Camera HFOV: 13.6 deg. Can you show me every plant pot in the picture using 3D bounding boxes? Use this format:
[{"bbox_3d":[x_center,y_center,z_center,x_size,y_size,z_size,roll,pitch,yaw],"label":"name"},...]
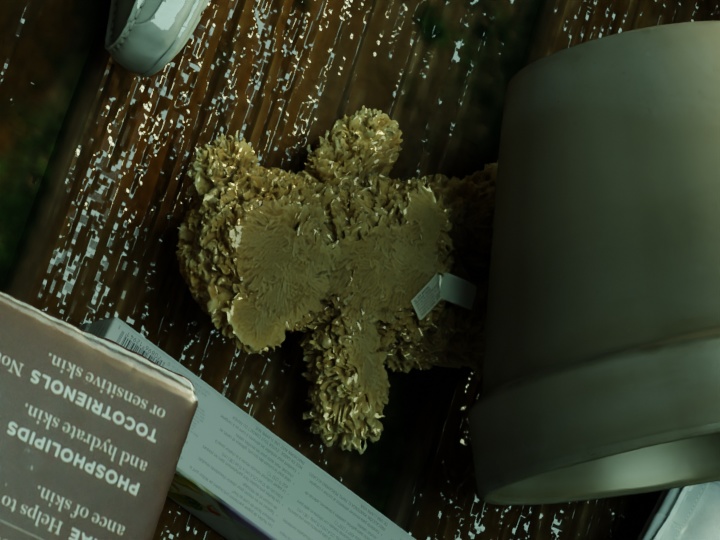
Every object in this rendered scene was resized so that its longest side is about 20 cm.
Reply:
[{"bbox_3d":[0.132,-0.004,1.261,0.199,0.200,0.175,-2,76,-32],"label":"plant pot"}]

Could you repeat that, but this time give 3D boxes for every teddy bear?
[{"bbox_3d":[0.000,0.000,1.292,0.199,0.067,0.146,-18,101,-39],"label":"teddy bear"}]

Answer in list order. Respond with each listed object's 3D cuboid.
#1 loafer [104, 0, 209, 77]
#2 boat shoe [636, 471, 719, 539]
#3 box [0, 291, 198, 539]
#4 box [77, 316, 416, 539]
[{"bbox_3d":[-0.085,-0.178,1.262,0.069,0.070,0.201,18,65,-23],"label":"loafer"},{"bbox_3d":[0.109,0.168,1.326,0.068,0.072,0.200,37,72,7],"label":"boat shoe"},{"bbox_3d":[-0.189,0.108,1.085,0.164,0.166,0.201,27,69,-26],"label":"box"},{"bbox_3d":[-0.044,0.092,1.255,0.200,0.039,0.042,37,66,-22],"label":"box"}]
